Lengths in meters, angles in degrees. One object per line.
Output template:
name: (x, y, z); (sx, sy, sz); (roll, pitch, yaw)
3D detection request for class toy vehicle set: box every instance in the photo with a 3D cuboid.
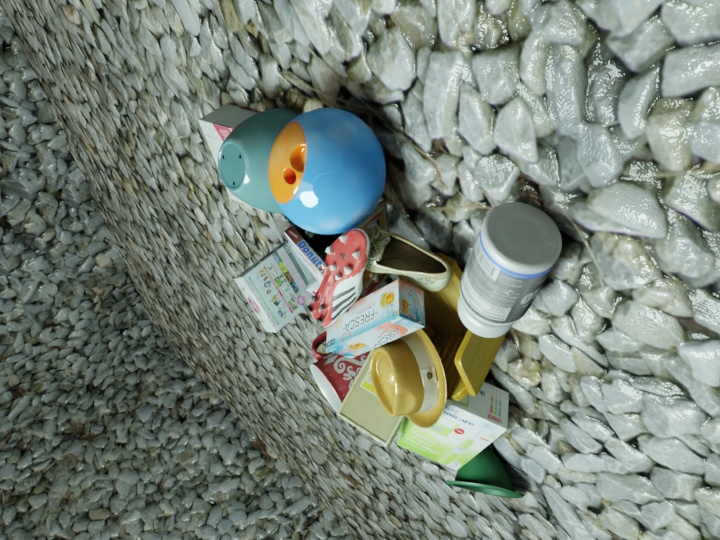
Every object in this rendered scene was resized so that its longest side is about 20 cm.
toy vehicle set: (0.053, 0.231, 1.231); (0.123, 0.203, 0.027); (27, 170, 22)

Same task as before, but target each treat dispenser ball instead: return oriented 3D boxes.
treat dispenser ball: (-0.055, -0.163, 1.018); (0.200, 0.200, 0.203); (37, 149, 26)

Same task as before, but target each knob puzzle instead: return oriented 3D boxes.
knob puzzle: (0.000, 0.000, 1.126); (0.030, 0.220, 0.223); (24, 143, 30)

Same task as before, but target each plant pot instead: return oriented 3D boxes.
plant pot: (-0.193, -0.205, 1.179); (0.197, 0.133, 0.205); (14, 110, 42)

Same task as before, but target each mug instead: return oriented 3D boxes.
mug: (-0.005, 0.186, 1.339); (0.179, 0.198, 0.134); (55, 162, 7)

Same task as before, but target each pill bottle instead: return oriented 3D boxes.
pill bottle: (0.208, 0.008, 0.901); (0.113, 0.113, 0.202); (41, 151, 20)

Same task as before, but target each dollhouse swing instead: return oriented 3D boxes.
dollhouse swing: (0.123, 0.100, 1.101); (0.175, 0.184, 0.199); (40, 158, -22)

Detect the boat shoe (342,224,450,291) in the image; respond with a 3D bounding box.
boat shoe: (0.058, -0.029, 1.017); (0.196, 0.075, 0.063); (19, 165, 10)

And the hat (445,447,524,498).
hat: (0.271, 0.391, 1.358); (0.196, 0.180, 0.165); (19, 157, -19)

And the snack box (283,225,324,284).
snack box: (-0.085, -0.006, 1.210); (0.200, 0.024, 0.072); (47, 167, 36)

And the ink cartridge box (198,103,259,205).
ink cartridge box: (-0.258, -0.249, 1.362); (0.144, 0.083, 0.203); (23, 141, 43)

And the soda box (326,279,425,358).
soda box: (0.023, 0.088, 1.066); (0.063, 0.070, 0.198); (21, 145, -33)

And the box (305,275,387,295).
box: (-0.019, 0.046, 1.327); (0.154, 0.042, 0.200); (34, 154, -11)

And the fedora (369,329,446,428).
fedora: (0.071, 0.189, 1.094); (0.200, 0.080, 0.206); (32, 128, 52)

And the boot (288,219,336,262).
boot: (-0.119, -0.107, 1.327); (0.170, 0.075, 0.201); (56, 172, 22)

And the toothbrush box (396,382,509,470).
toothbrush box: (0.177, 0.291, 1.205); (0.143, 0.087, 0.201); (24, 135, -7)

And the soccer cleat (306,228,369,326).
soccer cleat: (-0.024, 0.010, 1.016); (0.069, 0.084, 0.202); (45, 128, 27)

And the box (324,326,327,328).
box: (0.004, 0.093, 1.257); (0.196, 0.071, 0.064); (10, 155, 35)

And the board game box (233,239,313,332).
board game box: (-0.167, 0.021, 1.410); (0.064, 0.199, 0.149); (-5, 120, 58)
